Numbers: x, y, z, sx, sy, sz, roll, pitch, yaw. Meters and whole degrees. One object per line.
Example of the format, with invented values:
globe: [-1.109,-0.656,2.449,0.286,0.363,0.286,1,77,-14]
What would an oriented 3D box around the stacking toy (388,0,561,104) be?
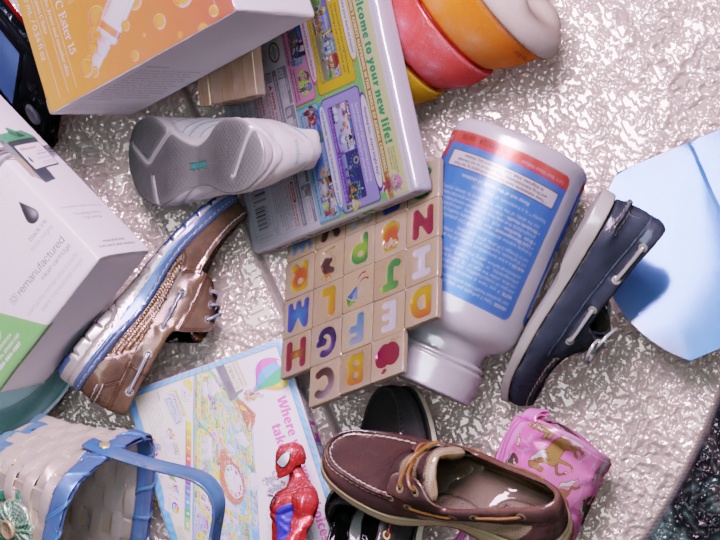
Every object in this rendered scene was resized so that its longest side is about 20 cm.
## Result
stacking toy: [0.042,-0.178,1.721,0.200,0.146,0.146,-36,79,18]

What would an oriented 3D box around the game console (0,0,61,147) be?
game console: [-0.343,-0.161,1.774,0.119,0.172,0.200,-35,78,-24]

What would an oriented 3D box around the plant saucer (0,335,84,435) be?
plant saucer: [-0.310,0.040,1.778,0.199,0.036,0.201,-1,85,9]

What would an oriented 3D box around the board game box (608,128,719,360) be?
board game box: [0.282,-0.024,1.697,0.199,0.039,0.159,-23,74,3]

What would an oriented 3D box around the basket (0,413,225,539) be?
basket: [-0.194,0.208,1.674,0.199,0.139,0.177,14,115,20]

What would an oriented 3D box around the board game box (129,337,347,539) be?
board game box: [-0.090,0.169,1.731,0.134,0.034,0.201,-19,80,6]

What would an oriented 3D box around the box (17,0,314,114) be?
box: [-0.152,-0.210,1.666,0.200,0.097,0.125,-24,79,34]

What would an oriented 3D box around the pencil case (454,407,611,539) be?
pencil case: [0.112,0.204,1.671,0.083,0.086,0.201,27,87,28]

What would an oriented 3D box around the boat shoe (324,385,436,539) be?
boat shoe: [0.011,0.178,1.676,0.074,0.063,0.202,-17,57,50]

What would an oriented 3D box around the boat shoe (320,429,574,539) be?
boat shoe: [0.059,0.150,1.609,0.199,0.072,0.072,20,60,24]

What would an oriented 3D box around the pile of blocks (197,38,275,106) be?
pile of blocks: [-0.112,-0.216,1.735,0.082,0.062,0.201,-36,73,32]

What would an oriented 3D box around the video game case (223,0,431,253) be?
video game case: [-0.035,-0.132,1.719,0.182,0.022,0.201,-20,78,41]

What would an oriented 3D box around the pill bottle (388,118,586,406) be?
pill bottle: [0.085,-0.004,1.686,0.112,0.112,0.201,23,86,11]

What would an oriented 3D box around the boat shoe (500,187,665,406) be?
boat shoe: [0.165,0.030,1.658,0.062,0.075,0.200,27,119,4]

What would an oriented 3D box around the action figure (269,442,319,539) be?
action figure: [-0.059,0.230,1.668,0.051,0.065,0.201,7,84,-7]

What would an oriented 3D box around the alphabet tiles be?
alphabet tiles: [0.000,0.000,1.685,0.166,0.006,0.201,-23,55,39]

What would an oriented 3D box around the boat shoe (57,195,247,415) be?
boat shoe: [-0.148,0.027,1.738,0.072,0.072,0.200,40,79,-2]

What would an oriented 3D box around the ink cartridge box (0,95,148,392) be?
ink cartridge box: [-0.285,-0.029,1.697,0.200,0.084,0.146,44,109,14]

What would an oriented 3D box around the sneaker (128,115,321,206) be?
sneaker: [-0.109,-0.085,1.723,0.200,0.080,0.071,5,98,50]
